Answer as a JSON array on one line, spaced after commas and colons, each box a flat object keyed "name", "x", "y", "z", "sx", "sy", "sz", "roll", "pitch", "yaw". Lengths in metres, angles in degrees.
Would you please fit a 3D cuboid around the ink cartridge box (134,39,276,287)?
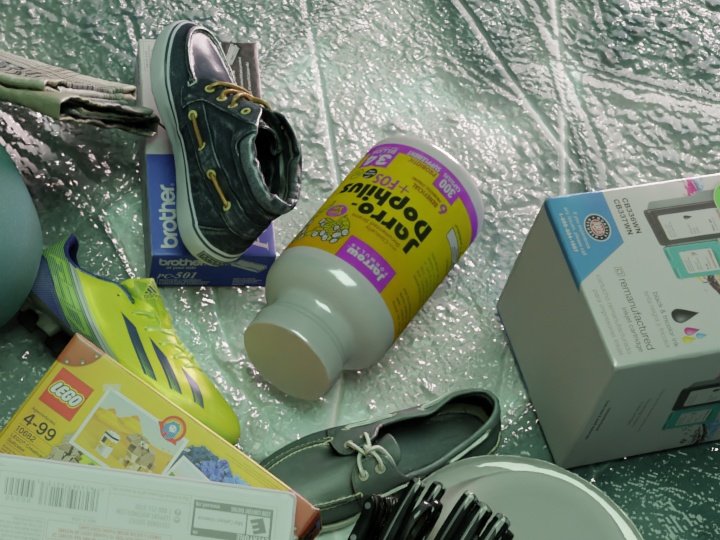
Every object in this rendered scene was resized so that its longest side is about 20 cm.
[{"name": "ink cartridge box", "x": -0.118, "y": -0.082, "z": 1.747, "sx": 0.093, "sy": 0.044, "sz": 0.201, "roll": 0, "pitch": 56, "yaw": -11}]

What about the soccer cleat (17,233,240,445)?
[{"name": "soccer cleat", "x": -0.155, "y": 0.047, "z": 1.632, "sx": 0.200, "sy": 0.065, "sz": 0.084, "roll": 36, "pitch": 73, "yaw": 15}]

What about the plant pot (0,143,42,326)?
[{"name": "plant pot", "x": -0.297, "y": -0.023, "z": 1.594, "sx": 0.134, "sy": 0.200, "sz": 0.201, "roll": 25, "pitch": 45, "yaw": -39}]

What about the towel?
[{"name": "towel", "x": -0.255, "y": -0.142, "z": 1.663, "sx": 0.199, "sy": 0.192, "sz": 0.035, "roll": 19, "pitch": 94, "yaw": 15}]

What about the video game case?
[{"name": "video game case", "x": -0.145, "y": 0.214, "z": 1.435, "sx": 0.198, "sy": 0.023, "sz": 0.184, "roll": 8, "pitch": 70, "yaw": -9}]

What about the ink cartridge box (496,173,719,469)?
[{"name": "ink cartridge box", "x": 0.227, "y": 0.032, "z": 1.690, "sx": 0.198, "sy": 0.146, "sz": 0.148, "roll": -9, "pitch": 59, "yaw": -20}]

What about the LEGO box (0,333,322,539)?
[{"name": "LEGO box", "x": -0.147, "y": 0.164, "z": 1.523, "sx": 0.199, "sy": 0.077, "sz": 0.149, "roll": 34, "pitch": 76, "yaw": 10}]

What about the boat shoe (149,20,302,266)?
[{"name": "boat shoe", "x": -0.091, "y": -0.108, "z": 1.676, "sx": 0.071, "sy": 0.091, "sz": 0.202, "roll": 15, "pitch": 53, "yaw": -42}]

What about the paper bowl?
[{"name": "paper bowl", "x": 0.105, "y": 0.216, "z": 1.563, "sx": 0.199, "sy": 0.105, "sz": 0.202, "roll": 6, "pitch": 56, "yaw": -8}]

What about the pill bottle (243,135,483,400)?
[{"name": "pill bottle", "x": 0.000, "y": 0.000, "z": 1.683, "sx": 0.104, "sy": 0.105, "sz": 0.200, "roll": 32, "pitch": 55, "yaw": 9}]

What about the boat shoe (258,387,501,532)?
[{"name": "boat shoe", "x": 0.010, "y": 0.126, "z": 1.625, "sx": 0.199, "sy": 0.062, "sz": 0.073, "roll": -14, "pitch": 61, "yaw": -22}]

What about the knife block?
[{"name": "knife block", "x": 0.029, "y": 0.237, "z": 1.469, "sx": 0.174, "sy": 0.064, "sz": 0.202, "roll": -16, "pitch": 77, "yaw": 18}]
